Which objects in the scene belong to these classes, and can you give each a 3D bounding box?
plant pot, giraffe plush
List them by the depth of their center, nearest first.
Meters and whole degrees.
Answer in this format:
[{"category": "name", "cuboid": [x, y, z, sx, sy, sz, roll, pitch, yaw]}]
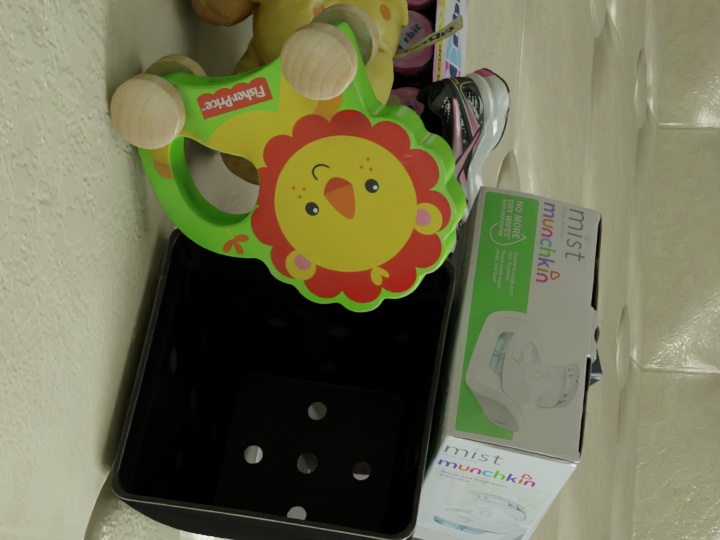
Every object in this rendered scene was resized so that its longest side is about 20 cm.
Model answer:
[{"category": "plant pot", "cuboid": [-0.044, 0.105, 1.175, 0.178, 0.199, 0.201, 84, 15, -65]}, {"category": "giraffe plush", "cuboid": [-0.052, -0.184, 1.176, 0.162, 0.200, 0.173, 53, 3, -26]}]

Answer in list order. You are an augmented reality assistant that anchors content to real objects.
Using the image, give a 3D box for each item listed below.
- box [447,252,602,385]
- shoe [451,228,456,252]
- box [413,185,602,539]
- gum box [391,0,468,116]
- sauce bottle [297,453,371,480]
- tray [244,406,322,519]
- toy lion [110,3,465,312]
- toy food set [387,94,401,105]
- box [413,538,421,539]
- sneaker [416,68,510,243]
[{"category": "box", "cuboid": [0.081, 0.079, 1.422, 0.148, 0.200, 0.105, 9, 58, -36]}, {"category": "shoe", "cuboid": [0.047, -0.016, 1.506, 0.200, 0.070, 0.053, 102, 13, -49]}, {"category": "box", "cuboid": [0.100, 0.075, 1.186, 0.177, 0.096, 0.200, 107, -5, -59]}, {"category": "gum box", "cuboid": [0.058, -0.209, 1.622, 0.113, 0.066, 0.201, 12, 81, -72]}, {"category": "sauce bottle", "cuboid": [0.004, 0.172, 1.368, 0.200, 0.066, 0.066, 11, 81, -51]}, {"category": "tray", "cuboid": [-0.058, 0.162, 1.381, 0.200, 0.022, 0.108, 55, 39, -61]}, {"category": "toy lion", "cuboid": [-0.039, -0.061, 1.083, 0.069, 0.199, 0.192, -53, 127, -62]}, {"category": "toy food set", "cuboid": [-0.009, -0.139, 1.439, 0.200, 0.060, 0.144, 60, 37, -60]}, {"category": "box", "cuboid": [0.037, 0.307, 1.510, 0.176, 0.096, 0.201, -50, 143, -68]}, {"category": "sneaker", "cuboid": [0.067, -0.090, 1.529, 0.086, 0.080, 0.201, -4, 115, -29]}]
